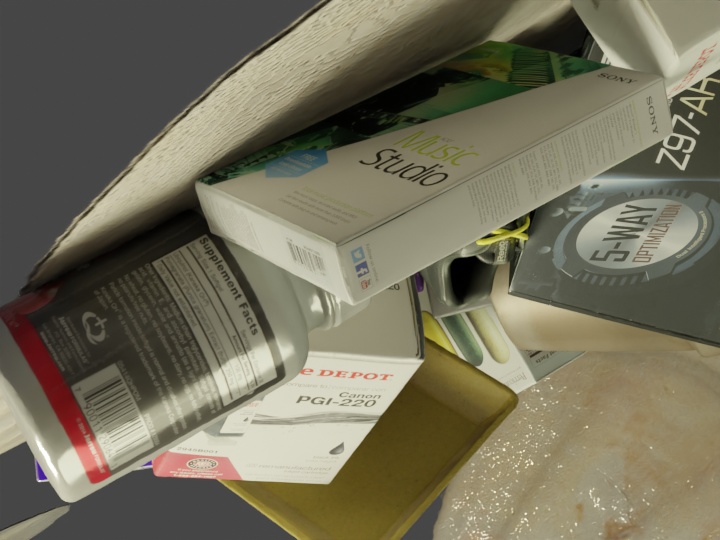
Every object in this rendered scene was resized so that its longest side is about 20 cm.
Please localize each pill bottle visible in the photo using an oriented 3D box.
[{"bbox_3d":[-0.098,0.031,0.800,0.200,0.111,0.111,-29,174,-16],"label":"pill bottle"}]

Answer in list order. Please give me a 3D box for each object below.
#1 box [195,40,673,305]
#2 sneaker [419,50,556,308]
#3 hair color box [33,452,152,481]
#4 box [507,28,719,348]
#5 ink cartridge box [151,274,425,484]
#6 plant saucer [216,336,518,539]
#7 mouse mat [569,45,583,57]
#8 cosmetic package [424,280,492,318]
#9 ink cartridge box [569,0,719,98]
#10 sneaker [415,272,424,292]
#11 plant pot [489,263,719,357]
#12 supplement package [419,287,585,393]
[{"bbox_3d":[0.035,-0.058,0.742,0.200,0.036,0.144,-27,-152,-25],"label":"box"},{"bbox_3d":[0.088,-0.054,0.933,0.074,0.085,0.200,-8,146,-26],"label":"sneaker"},{"bbox_3d":[-0.174,0.139,1.274,0.199,0.065,0.109,-9,174,-1],"label":"hair color box"},{"bbox_3d":[0.197,-0.056,0.941,0.044,0.160,0.200,-78,-176,-56],"label":"box"},{"bbox_3d":[-0.058,0.072,1.048,0.145,0.085,0.200,5,144,-20],"label":"ink cartridge box"},{"bbox_3d":[-0.006,0.133,1.178,0.200,0.200,0.048,-45,147,-22],"label":"plant saucer"},{"bbox_3d":[0.132,-0.105,1.029,0.161,0.008,0.200,-33,165,15],"label":"mouse mat"},{"bbox_3d":[0.091,-0.017,1.295,0.071,0.102,0.200,-12,180,6],"label":"cosmetic package"},{"bbox_3d":[0.214,-0.174,0.747,0.200,0.084,0.145,-30,174,2],"label":"ink cartridge box"},{"bbox_3d":[0.000,0.000,1.166,0.080,0.089,0.200,-31,174,21],"label":"sneaker"},{"bbox_3d":[0.189,-0.017,1.117,0.173,0.200,0.200,-16,180,20],"label":"plant pot"},{"bbox_3d":[0.145,0.024,1.555,0.150,0.200,0.152,-27,173,-34],"label":"supplement package"}]
